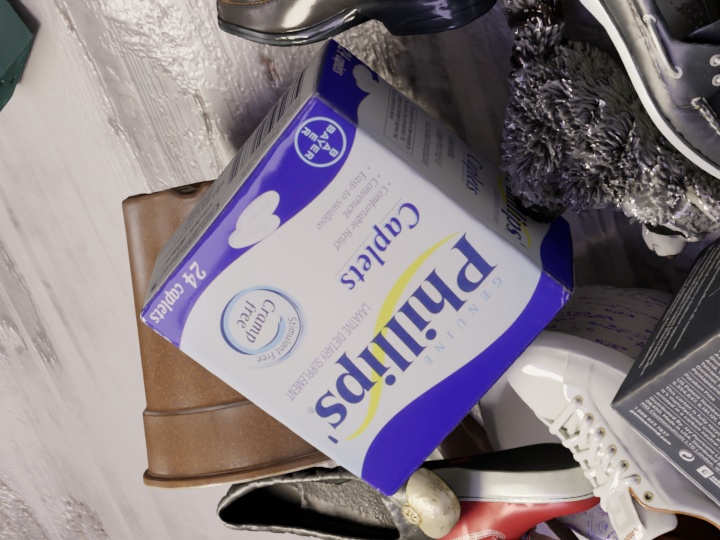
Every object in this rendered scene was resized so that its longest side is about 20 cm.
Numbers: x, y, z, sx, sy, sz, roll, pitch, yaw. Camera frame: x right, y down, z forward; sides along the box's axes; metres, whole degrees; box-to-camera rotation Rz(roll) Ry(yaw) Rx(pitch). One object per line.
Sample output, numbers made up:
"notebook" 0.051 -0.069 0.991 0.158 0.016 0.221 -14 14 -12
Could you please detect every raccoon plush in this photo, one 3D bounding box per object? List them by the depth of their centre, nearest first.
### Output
"raccoon plush" 0.151 -0.097 1.077 0.133 0.097 0.201 2 131 30

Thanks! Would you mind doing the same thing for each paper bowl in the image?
"paper bowl" 0.188 0.093 1.236 0.200 0.105 0.201 24 142 20

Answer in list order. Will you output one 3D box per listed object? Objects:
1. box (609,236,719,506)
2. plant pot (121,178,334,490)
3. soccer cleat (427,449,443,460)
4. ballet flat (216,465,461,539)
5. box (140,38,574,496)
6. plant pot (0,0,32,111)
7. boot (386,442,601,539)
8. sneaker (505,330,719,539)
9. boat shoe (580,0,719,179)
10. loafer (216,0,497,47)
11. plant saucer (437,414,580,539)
"box" 0.259 0.025 1.054 0.107 0.149 0.200 40 144 -3
"plant pot" -0.075 0.031 1.302 0.199 0.199 0.200 -9 94 47
"soccer cleat" 0.013 0.088 1.417 0.200 0.069 0.078 45 157 -3
"ballet flat" -0.013 0.160 1.235 0.199 0.057 0.067 -7 110 44
"box" 0.000 0.000 1.138 0.199 0.105 0.184 36 111 -13
"plant pot" -0.359 -0.181 1.407 0.199 0.142 0.141 33 145 -4
"boot" 0.093 0.194 1.227 0.199 0.072 0.145 -15 89 46
"sneaker" 0.162 0.116 1.120 0.199 0.085 0.073 36 143 7
"boat shoe" 0.180 -0.131 1.020 0.200 0.076 0.060 47 150 -13
"loafer" -0.010 -0.185 1.145 0.199 0.073 0.073 -3 120 32
"plant saucer" 0.115 0.172 1.351 0.200 0.032 0.200 49 -178 -2
